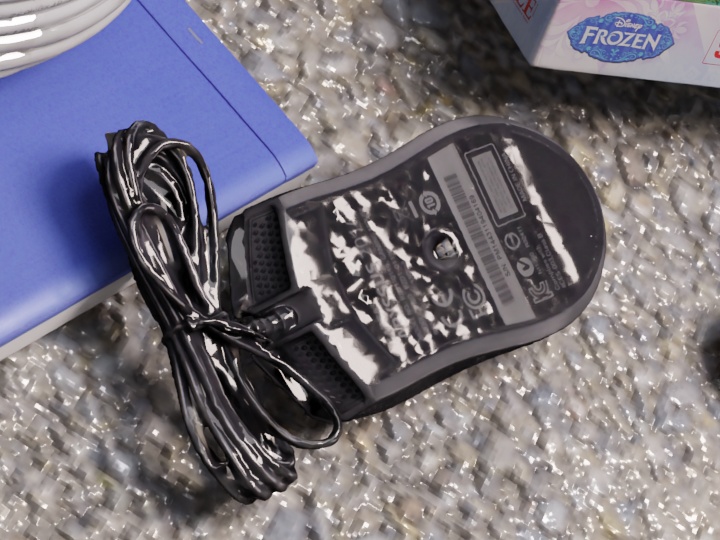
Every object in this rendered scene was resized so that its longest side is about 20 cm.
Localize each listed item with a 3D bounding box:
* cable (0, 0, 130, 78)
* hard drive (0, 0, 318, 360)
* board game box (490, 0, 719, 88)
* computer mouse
[{"bbox_3d":[-0.164,-0.151,0.951,0.200,0.069,0.200,-16,53,-35],"label":"cable"},{"bbox_3d":[-0.124,-0.045,0.948,0.132,0.025,0.200,49,47,10],"label":"hard drive"},{"bbox_3d":[0.126,-0.148,1.125,0.199,0.041,0.200,4,38,-28],"label":"board game box"},{"bbox_3d":[0.000,0.000,0.965,0.200,0.053,0.139,-16,80,-34],"label":"computer mouse"}]
